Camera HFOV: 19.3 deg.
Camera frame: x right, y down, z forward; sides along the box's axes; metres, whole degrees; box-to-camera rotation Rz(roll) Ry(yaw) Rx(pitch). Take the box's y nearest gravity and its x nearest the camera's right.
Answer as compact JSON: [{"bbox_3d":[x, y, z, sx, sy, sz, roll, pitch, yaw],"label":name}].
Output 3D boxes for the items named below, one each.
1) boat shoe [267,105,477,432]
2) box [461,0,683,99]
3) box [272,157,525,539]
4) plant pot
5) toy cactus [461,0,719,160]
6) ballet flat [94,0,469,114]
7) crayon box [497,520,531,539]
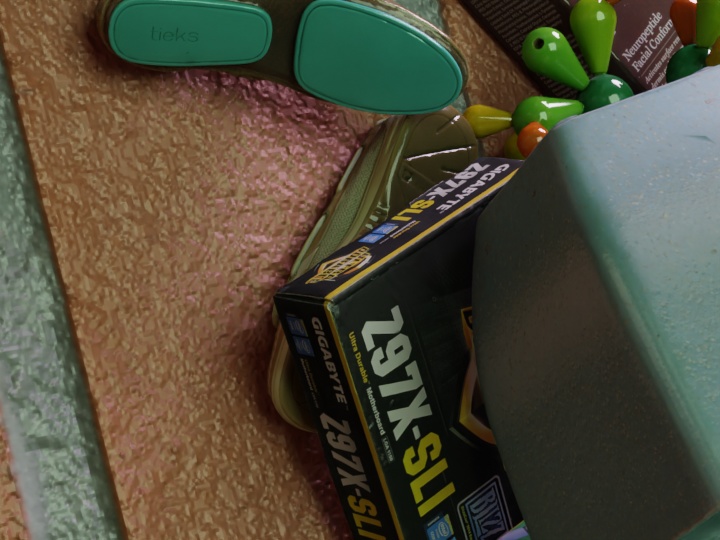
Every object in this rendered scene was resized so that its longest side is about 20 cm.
[{"bbox_3d":[-0.002,-0.002,1.144,0.073,0.063,0.201,33,66,-28],"label":"boat shoe"},{"bbox_3d":[0.135,-0.166,1.267,0.200,0.075,0.100,45,57,-11],"label":"box"},{"bbox_3d":[0.051,0.064,1.112,0.160,0.049,0.200,-32,116,-33],"label":"box"},{"bbox_3d":[0.163,0.019,1.029,0.196,0.196,0.200,-20,74,-25],"label":"plant pot"},{"bbox_3d":[0.158,-0.079,1.193,0.165,0.102,0.200,42,98,-21],"label":"toy cactus"},{"bbox_3d":[-0.042,-0.130,1.129,0.199,0.068,0.072,5,31,-10],"label":"ballet flat"},{"bbox_3d":[0.094,0.201,1.103,0.200,0.058,0.119,-31,121,-36],"label":"crayon box"}]
